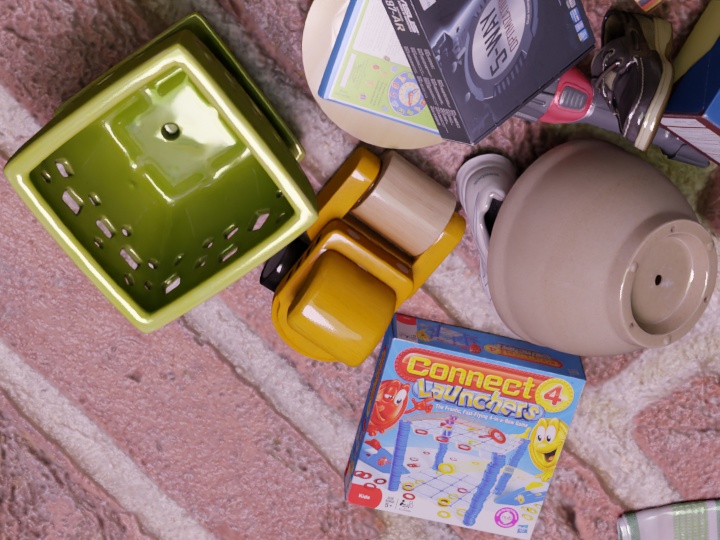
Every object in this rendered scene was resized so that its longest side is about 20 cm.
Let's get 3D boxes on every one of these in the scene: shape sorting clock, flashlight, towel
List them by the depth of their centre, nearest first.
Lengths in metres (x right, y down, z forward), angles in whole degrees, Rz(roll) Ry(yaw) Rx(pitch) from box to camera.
[{"bbox_3d":[0.046,-0.204,1.423,0.200,0.039,0.200,-2,115,-4],"label":"shape sorting clock"},{"bbox_3d":[0.229,-0.146,1.434,0.200,0.068,0.068,15,150,-17],"label":"flashlight"},{"bbox_3d":[0.378,0.310,1.672,0.200,0.031,0.149,-8,116,4],"label":"towel"}]

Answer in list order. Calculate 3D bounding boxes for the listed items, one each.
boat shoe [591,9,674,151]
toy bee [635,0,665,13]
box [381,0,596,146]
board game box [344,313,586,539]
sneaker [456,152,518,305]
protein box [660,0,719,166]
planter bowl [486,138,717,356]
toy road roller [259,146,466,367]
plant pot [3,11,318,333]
[{"bbox_3d":[0.230,-0.168,1.357,0.066,0.201,0.072,19,124,-1],"label":"boat shoe"},{"bbox_3d":[0.200,-0.289,1.348,0.200,0.109,0.131,25,114,-12],"label":"toy bee"},{"bbox_3d":[0.099,-0.229,1.299,0.160,0.044,0.200,-39,121,-23],"label":"box"},{"bbox_3d":[0.102,0.159,1.586,0.200,0.056,0.196,12,115,-6],"label":"board game box"},{"bbox_3d":[0.141,-0.009,1.490,0.074,0.087,0.200,-22,114,9],"label":"sneaker"},{"bbox_3d":[0.395,-0.164,1.359,0.200,0.135,0.199,32,90,-14],"label":"protein box"},{"bbox_3d":[0.233,-0.007,1.417,0.200,0.135,0.200,-13,114,-32],"label":"planter bowl"},{"bbox_3d":[0.000,0.000,1.460,0.123,0.146,0.200,34,111,-15],"label":"toy road roller"},{"bbox_3d":[-0.167,-0.100,1.394,0.199,0.182,0.200,-33,111,15],"label":"plant pot"}]
